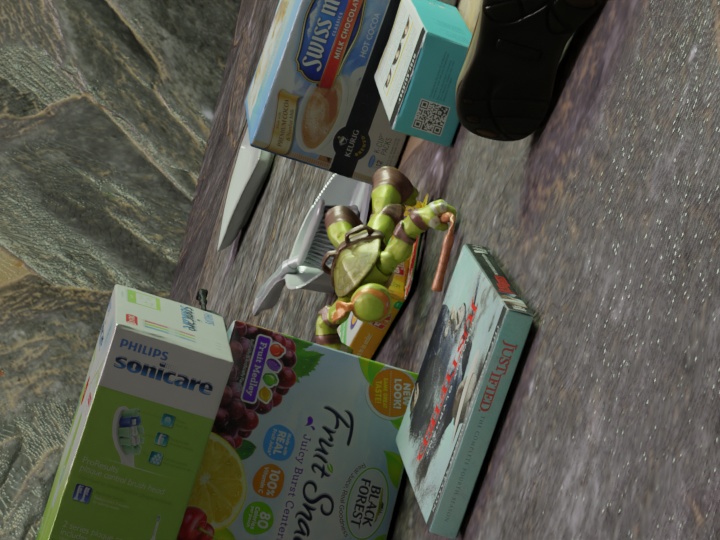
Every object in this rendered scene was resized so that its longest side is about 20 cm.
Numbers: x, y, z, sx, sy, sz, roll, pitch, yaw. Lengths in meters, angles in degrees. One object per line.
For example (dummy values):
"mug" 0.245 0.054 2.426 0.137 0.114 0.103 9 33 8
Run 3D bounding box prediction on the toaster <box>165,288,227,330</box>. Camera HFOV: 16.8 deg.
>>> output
"toaster" -0.229 0.130 2.931 0.129 0.113 0.201 114 168 -49

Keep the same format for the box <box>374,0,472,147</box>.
"box" 0.053 -0.165 1.954 0.200 0.049 0.083 -103 31 -73

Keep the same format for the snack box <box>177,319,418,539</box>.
"snack box" -0.048 0.151 1.662 0.053 0.142 0.201 132 153 -72

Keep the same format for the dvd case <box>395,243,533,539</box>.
"dvd case" 0.063 0.071 1.527 0.200 0.022 0.147 -114 43 -76

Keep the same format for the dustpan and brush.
"dustpan and brush" -0.048 -0.014 2.248 0.200 0.057 0.140 117 167 -46

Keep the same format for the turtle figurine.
"turtle figurine" 0.000 0.000 1.814 0.200 0.064 0.162 -54 19 26

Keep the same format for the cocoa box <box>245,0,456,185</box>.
"cocoa box" -0.010 -0.198 2.125 0.133 0.131 0.201 -103 32 -69

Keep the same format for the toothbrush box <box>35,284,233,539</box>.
"toothbrush box" -0.156 0.126 1.637 0.146 0.086 0.201 -117 46 -78

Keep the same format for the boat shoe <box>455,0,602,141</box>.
"boat shoe" 0.110 -0.177 1.548 0.074 0.075 0.200 -78 11 -51

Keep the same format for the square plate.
"square plate" -0.136 -0.152 3.175 0.198 0.028 0.201 116 168 -48

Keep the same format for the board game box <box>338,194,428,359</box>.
"board game box" 0.009 0.025 1.941 0.200 0.030 0.096 123 163 -52
